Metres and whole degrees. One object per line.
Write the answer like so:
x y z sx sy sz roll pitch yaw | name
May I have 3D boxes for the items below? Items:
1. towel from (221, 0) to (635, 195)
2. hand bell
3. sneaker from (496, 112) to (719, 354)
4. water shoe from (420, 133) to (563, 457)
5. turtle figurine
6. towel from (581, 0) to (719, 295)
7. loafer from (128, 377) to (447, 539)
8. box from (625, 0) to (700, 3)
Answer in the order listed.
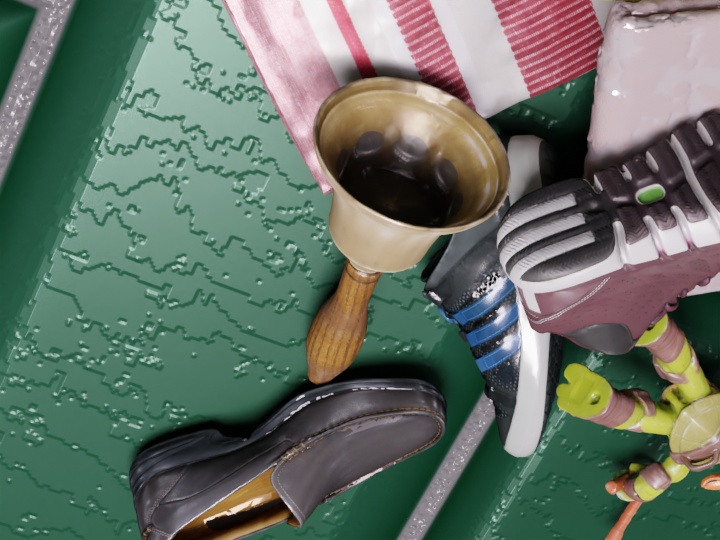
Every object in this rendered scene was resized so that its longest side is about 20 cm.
0.038 -0.143 0.774 0.200 0.023 0.144 -25 116 4 | towel
0.000 0.000 0.803 0.104 0.104 0.200 10 140 -12 | hand bell
0.172 -0.015 0.774 0.200 0.076 0.116 -15 145 2 | sneaker
0.076 0.014 0.845 0.079 0.072 0.200 4 115 15 | water shoe
0.191 0.092 0.874 0.161 0.064 0.200 31 113 -36 | turtle figurine
0.212 -0.068 0.798 0.191 0.032 0.200 -8 134 -9 | towel
-0.039 0.124 0.867 0.200 0.072 0.073 -22 132 6 | loafer
0.178 -0.196 0.737 0.200 0.048 0.118 1 116 -16 | box
